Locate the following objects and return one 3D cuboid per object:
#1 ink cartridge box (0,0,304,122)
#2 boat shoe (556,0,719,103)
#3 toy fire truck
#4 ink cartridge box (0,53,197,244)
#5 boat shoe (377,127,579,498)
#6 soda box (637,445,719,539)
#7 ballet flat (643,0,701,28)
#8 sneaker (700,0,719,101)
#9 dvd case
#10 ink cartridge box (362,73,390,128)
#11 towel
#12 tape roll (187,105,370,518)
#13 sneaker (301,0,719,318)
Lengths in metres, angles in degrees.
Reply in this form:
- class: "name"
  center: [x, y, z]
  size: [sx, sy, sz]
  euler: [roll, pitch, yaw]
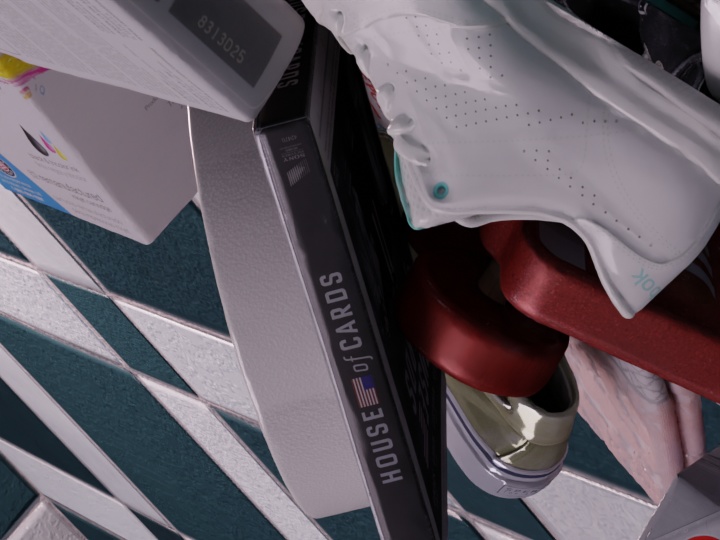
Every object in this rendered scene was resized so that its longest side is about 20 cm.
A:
- class: "ink cartridge box"
  center: [-0.135, -0.125, 0.945]
  size: [0.199, 0.050, 0.162]
  euler: [21, 167, 44]
- class: "boat shoe"
  center: [0.128, -0.073, 0.952]
  size: [0.199, 0.068, 0.072]
  euler: [27, 160, 41]
- class: "toy fire truck"
  center: [0.111, -0.011, 1.037]
  size: [0.167, 0.113, 0.200]
  euler: [26, -157, -8]
- class: "ink cartridge box"
  center: [-0.145, -0.143, 1.272]
  size: [0.146, 0.146, 0.200]
  euler: [19, 154, 52]
- class: "boat shoe"
  center: [0.043, 0.005, 1.210]
  size: [0.201, 0.072, 0.062]
  euler: [59, 141, 26]
- class: "soda box"
  center: [0.175, 0.111, 1.165]
  size: [0.068, 0.064, 0.200]
  euler: [35, -160, 16]
- class: "ballet flat"
  center: [0.057, -0.130, 0.852]
  size: [0.199, 0.072, 0.069]
  euler: [12, -161, -43]
- class: "sneaker"
  center: [0.151, -0.115, 0.806]
  size: [0.099, 0.071, 0.201]
  euler: [16, 147, 23]
- class: "dvd case"
  center: [0.000, 0.000, 1.031]
  size: [0.151, 0.025, 0.201]
  euler: [-87, -18, -61]
- class: "ink cartridge box"
  center: [-0.013, -0.129, 1.141]
  size: [0.199, 0.067, 0.116]
  euler: [29, 160, 38]
- class: "towel"
  center: [0.088, 0.003, 1.225]
  size: [0.200, 0.032, 0.191]
  euler: [55, 172, 28]
- class: "tape roll"
  center: [-0.025, -0.002, 1.092]
  size: [0.203, 0.037, 0.204]
  euler: [-14, -90, -82]
- class: "sneaker"
  center: [0.028, -0.060, 0.898]
  size: [0.199, 0.089, 0.075]
  euler: [33, -175, 11]
